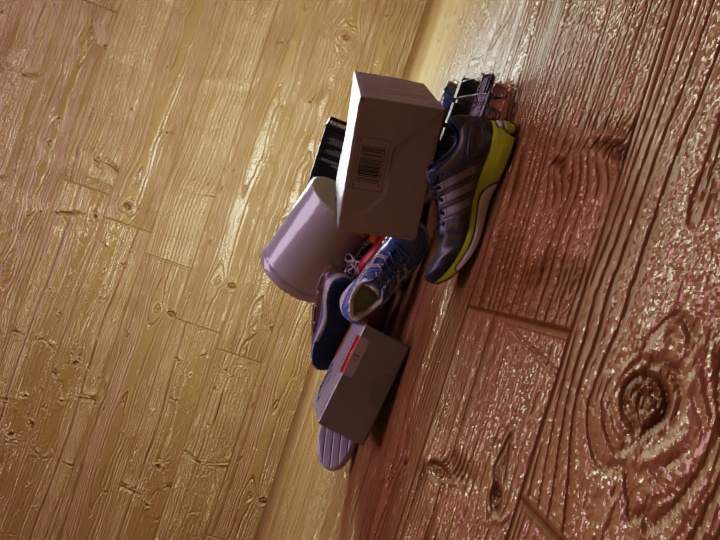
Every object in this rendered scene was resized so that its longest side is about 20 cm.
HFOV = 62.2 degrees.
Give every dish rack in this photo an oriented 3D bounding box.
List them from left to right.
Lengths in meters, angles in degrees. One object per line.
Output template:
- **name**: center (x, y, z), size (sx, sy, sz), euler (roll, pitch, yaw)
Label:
- **dish rack**: center (0.147, -0.187, 0.801), size (0.200, 0.054, 0.156), euler (-100, 27, -76)

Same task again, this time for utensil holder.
- **utensil holder**: center (-0.086, -0.065, 1.224), size (0.201, 0.168, 0.171), euler (-53, 13, 25)

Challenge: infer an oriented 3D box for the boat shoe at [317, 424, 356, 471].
- **boat shoe**: center (-0.025, 0.263, 1.075), size (0.071, 0.071, 0.203), euler (74, -155, -57)

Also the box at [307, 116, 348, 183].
- **box**: center (0.000, -0.233, 1.320), size (0.079, 0.197, 0.143), euler (-79, 10, -65)

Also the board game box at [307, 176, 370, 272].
- **board game box**: center (-0.029, -0.089, 1.331), size (0.041, 0.196, 0.203), euler (-64, -13, -53)

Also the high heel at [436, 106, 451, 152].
- **high heel**: center (0.134, -0.219, 1.033), size (0.096, 0.067, 0.200), euler (-46, -3, -40)

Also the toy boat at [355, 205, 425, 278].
- **toy boat**: center (0.032, -0.066, 1.093), size (0.131, 0.129, 0.202), euler (115, 177, -54)

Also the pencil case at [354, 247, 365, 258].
- **pencil case**: center (-0.007, 0.041, 1.238), size (0.201, 0.086, 0.088), euler (-61, -4, -45)

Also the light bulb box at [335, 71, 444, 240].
- **light bulb box**: center (0.036, -0.182, 0.920), size (0.201, 0.122, 0.201), euler (-97, 17, -63)

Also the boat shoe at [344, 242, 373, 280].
- **boat shoe**: center (0.002, 0.000, 1.155), size (0.199, 0.073, 0.069), euler (-43, -49, -30)

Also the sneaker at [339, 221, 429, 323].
- **sneaker**: center (0.042, 0.009, 0.955), size (0.201, 0.075, 0.077), euler (-53, 8, 8)

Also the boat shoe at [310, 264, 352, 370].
- **boat shoe**: center (-0.053, 0.084, 1.069), size (0.073, 0.071, 0.203), euler (-125, 43, -53)

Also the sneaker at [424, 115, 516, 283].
- **sneaker**: center (0.107, -0.084, 0.690), size (0.074, 0.080, 0.203), euler (-107, 35, -82)

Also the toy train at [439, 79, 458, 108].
- **toy train**: center (0.142, -0.268, 1.136), size (0.046, 0.034, 0.203), euler (-38, -29, -84)

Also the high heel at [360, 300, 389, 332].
- **high heel**: center (-0.011, 0.112, 1.113), size (0.068, 0.095, 0.202), euler (-76, 6, -55)

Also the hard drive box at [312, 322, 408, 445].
- **hard drive box**: center (-0.005, 0.168, 0.942), size (0.158, 0.076, 0.200), euler (-63, 5, -7)
